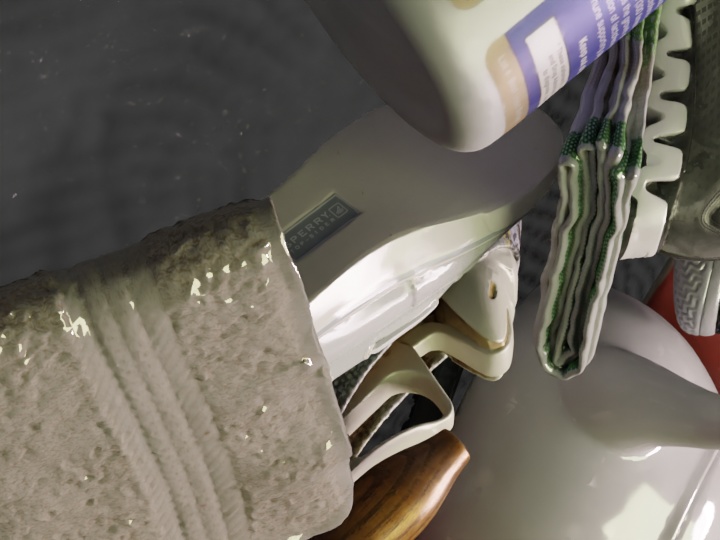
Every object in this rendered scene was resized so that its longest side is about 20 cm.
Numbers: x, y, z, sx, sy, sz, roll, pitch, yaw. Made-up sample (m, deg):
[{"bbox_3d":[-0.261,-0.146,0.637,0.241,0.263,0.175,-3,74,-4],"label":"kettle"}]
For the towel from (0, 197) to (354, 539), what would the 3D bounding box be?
[{"bbox_3d":[-0.073,0.057,0.782,0.132,0.035,0.201,-21,146,-5],"label":"towel"}]

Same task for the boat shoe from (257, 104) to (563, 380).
[{"bbox_3d":[0.000,0.000,0.873,0.200,0.072,0.069,-40,153,-35],"label":"boat shoe"}]

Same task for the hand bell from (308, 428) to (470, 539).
[{"bbox_3d":[-0.035,0.133,0.885,0.200,0.104,0.104,-40,152,-12],"label":"hand bell"}]

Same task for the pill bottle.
[{"bbox_3d":[0.075,-0.141,0.747,0.200,0.116,0.116,-39,152,-9],"label":"pill bottle"}]

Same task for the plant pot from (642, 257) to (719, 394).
[{"bbox_3d":[0.250,0.012,1.165,0.201,0.177,0.201,-56,173,-10],"label":"plant pot"}]

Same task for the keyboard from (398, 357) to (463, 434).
[{"bbox_3d":[0.003,0.118,1.078,0.104,0.039,0.201,-61,170,-62],"label":"keyboard"}]

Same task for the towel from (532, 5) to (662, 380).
[{"bbox_3d":[0.097,-0.077,0.909,0.150,0.030,0.201,96,5,-56],"label":"towel"}]

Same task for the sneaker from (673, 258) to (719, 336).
[{"bbox_3d":[0.206,-0.066,1.057,0.075,0.114,0.202,45,50,-79],"label":"sneaker"}]

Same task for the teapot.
[{"bbox_3d":[0.118,0.112,1.097,0.199,0.145,0.200,-68,166,13],"label":"teapot"}]

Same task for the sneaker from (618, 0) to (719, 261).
[{"bbox_3d":[0.166,-0.095,0.995,0.066,0.090,0.202,140,-38,-87],"label":"sneaker"}]

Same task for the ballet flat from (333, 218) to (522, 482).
[{"bbox_3d":[0.023,0.035,0.960,0.200,0.072,0.072,-44,152,-28],"label":"ballet flat"}]
